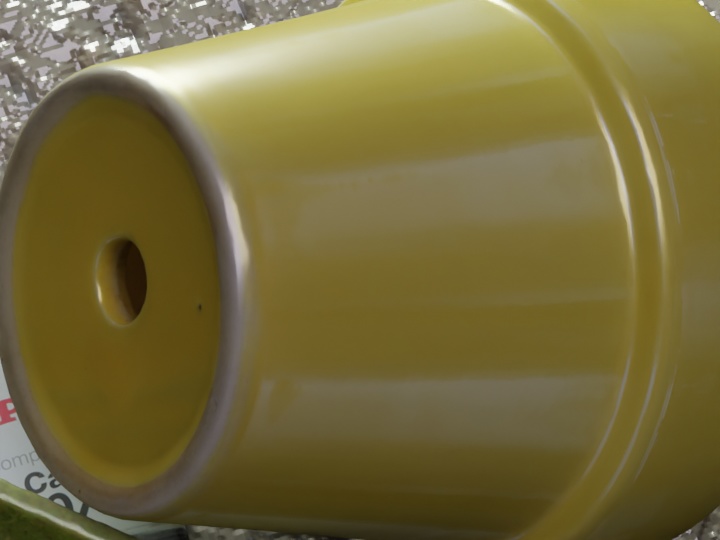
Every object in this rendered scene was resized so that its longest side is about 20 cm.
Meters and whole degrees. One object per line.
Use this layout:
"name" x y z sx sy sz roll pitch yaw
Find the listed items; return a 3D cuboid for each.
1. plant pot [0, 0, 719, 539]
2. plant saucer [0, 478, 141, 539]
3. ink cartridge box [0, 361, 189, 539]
"plant pot" 0.000 0.000 0.702 0.189 0.201 0.201 -3 61 -39
"plant saucer" -0.065 0.182 0.627 0.200 0.048 0.200 23 57 6
"ink cartridge box" -0.117 0.133 0.730 0.145 0.083 0.200 -17 67 -12
